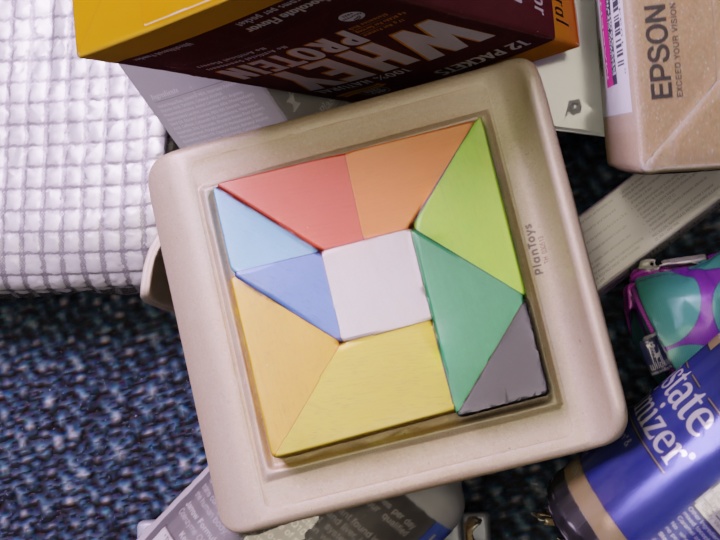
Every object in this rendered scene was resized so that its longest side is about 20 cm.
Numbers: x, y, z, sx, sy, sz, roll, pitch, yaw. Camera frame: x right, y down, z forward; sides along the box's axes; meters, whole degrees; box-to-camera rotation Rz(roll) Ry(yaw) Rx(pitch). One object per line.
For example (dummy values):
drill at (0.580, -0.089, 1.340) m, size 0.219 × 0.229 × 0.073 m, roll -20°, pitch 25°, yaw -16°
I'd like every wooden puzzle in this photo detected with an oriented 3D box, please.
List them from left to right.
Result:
wooden puzzle at (0.007, 0.011, 0.763) m, size 0.199 × 0.037 × 0.186 m, roll -15°, pitch 80°, yaw 10°

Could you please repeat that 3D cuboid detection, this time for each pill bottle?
pill bottle at (-0.019, 0.119, 0.832) m, size 0.114 × 0.114 × 0.200 m, roll 44°, pitch 92°, yaw 13°
pill bottle at (0.194, 0.080, 0.764) m, size 0.200 × 0.112 × 0.112 m, roll -43°, pitch 78°, yaw 11°

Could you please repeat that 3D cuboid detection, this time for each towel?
towel at (-0.170, -0.084, 0.936) m, size 0.165 × 0.086 × 0.201 m, roll -2°, pitch 83°, yaw 15°

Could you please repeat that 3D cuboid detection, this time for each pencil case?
pencil case at (0.234, 0.000, 0.841) m, size 0.200 × 0.085 × 0.093 m, roll -28°, pitch 95°, yaw 7°

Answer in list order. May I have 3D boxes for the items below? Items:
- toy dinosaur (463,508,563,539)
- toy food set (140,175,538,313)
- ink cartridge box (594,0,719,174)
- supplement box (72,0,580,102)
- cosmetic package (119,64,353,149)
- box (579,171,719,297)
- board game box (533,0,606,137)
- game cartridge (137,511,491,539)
toy dinosaur at (0.098, 0.180, 0.848) m, size 0.199 × 0.058 × 0.102 m, roll 9°, pitch 99°, yaw 9°
toy food set at (0.000, 0.000, 0.858) m, size 0.199 × 0.143 × 0.061 m, roll -7°, pitch 81°, yaw 11°
ink cartridge box at (0.146, -0.145, 0.745) m, size 0.075 × 0.165 × 0.201 m, roll -5°, pitch 93°, yaw 4°
supplement box at (-0.019, -0.193, 0.753) m, size 0.132 × 0.200 × 0.198 m, roll -13°, pitch 80°, yaw 40°
cosmetic package at (-0.069, -0.135, 0.850) m, size 0.090 × 0.200 × 0.107 m, roll -9°, pitch 38°, yaw 37°
box at (0.191, -0.059, 0.878) m, size 0.200 × 0.039 × 0.041 m, roll -38°, pitch 78°, yaw 6°
board game box at (0.140, -0.168, 0.840) m, size 0.199 × 0.026 × 0.201 m, roll 7°, pitch 95°, yaw 4°
game cartridge at (-0.025, 0.201, 0.899) m, size 0.199 × 0.040 × 0.134 m, roll -3°, pitch 80°, yaw 12°
